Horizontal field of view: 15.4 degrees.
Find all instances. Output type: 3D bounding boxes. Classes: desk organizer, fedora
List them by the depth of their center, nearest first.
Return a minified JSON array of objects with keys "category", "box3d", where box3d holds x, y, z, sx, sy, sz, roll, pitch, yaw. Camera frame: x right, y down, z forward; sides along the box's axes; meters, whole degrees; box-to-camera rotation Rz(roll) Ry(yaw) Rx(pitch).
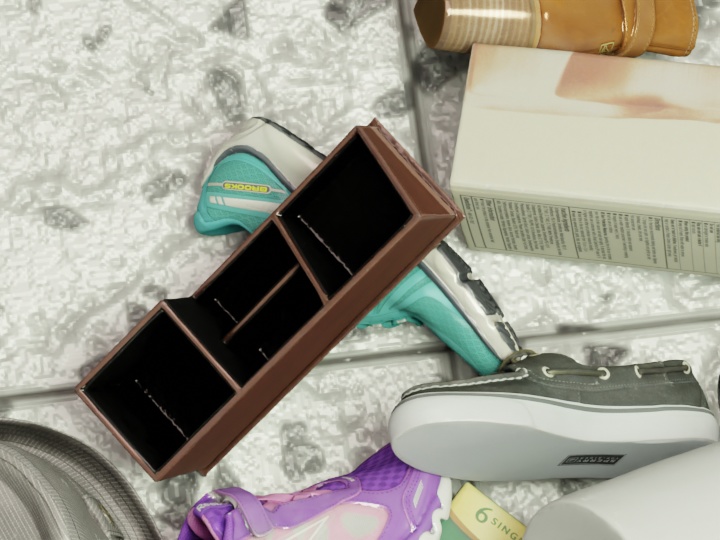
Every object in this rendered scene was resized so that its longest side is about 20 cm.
[{"category":"fedora","box3d":[-0.182,0.162,1.345,0.176,0.090,0.201,-21,76,-9]},{"category":"desk organizer","box3d":[-0.048,0.016,1.363,0.200,0.077,0.072,-45,80,12]}]

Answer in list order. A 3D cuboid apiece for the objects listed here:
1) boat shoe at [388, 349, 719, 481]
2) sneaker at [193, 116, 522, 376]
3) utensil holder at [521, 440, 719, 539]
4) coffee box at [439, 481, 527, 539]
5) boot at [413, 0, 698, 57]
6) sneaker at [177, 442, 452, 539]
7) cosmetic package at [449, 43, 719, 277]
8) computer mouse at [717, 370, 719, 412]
[{"category":"boat shoe","box3d":[0.097,0.072,1.380,0.199,0.069,0.057,5,60,-32]},{"category":"sneaker","box3d":[0.000,0.000,1.425,0.200,0.077,0.080,35,92,13]},{"category":"utensil holder","box3d":[0.199,0.159,1.301,0.199,0.170,0.171,-14,74,-26]},{"category":"coffee box","box3d":[0.041,0.222,1.365,0.123,0.044,0.200,38,75,7]},{"category":"boot","box3d":[0.098,-0.193,1.476,0.155,0.077,0.200,1,46,-19]},{"category":"sneaker","box3d":[-0.042,0.140,1.346,0.200,0.080,0.089,-37,110,-20]},{"category":"cosmetic package","box3d":[0.154,-0.055,1.405,0.199,0.103,0.088,7,71,10]},{"category":"computer mouse","box3d":[0.239,0.014,1.438,0.058,0.034,0.201,21,70,13]}]
